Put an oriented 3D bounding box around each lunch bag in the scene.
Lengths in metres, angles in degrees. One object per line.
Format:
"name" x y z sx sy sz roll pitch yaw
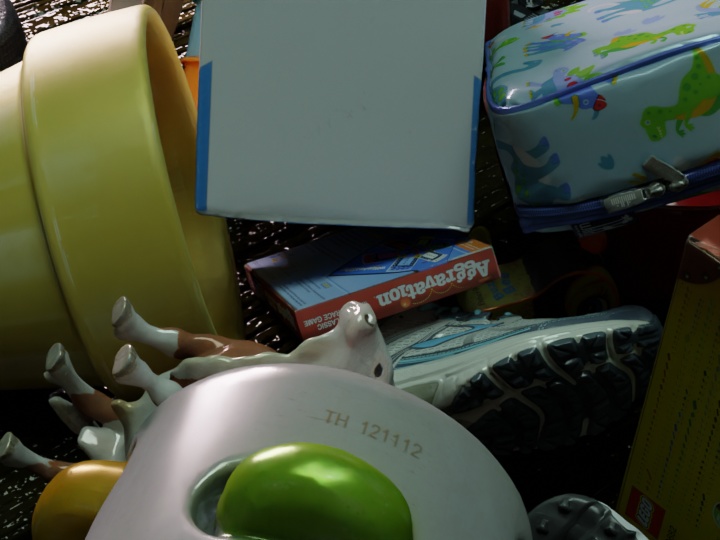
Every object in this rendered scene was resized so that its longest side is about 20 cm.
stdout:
"lunch bag" 0.145 -0.091 0.862 0.160 0.083 0.200 -18 16 9

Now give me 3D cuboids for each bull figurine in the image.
"bull figurine" -0.075 0.064 0.795 0.121 0.200 0.065 29 47 -25

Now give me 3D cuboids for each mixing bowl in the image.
"mixing bowl" 0.168 -0.054 1.032 0.199 0.109 0.201 2 39 -1

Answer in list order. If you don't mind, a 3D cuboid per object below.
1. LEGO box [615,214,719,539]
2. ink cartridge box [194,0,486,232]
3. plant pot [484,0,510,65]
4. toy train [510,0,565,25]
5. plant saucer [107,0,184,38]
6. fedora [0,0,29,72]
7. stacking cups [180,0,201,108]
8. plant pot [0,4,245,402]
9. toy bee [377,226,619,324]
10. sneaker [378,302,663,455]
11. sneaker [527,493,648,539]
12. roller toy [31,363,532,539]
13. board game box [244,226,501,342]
"LEGO box" 0.208 0.049 0.827 0.149 0.201 0.077 -30 52 -35
"ink cartridge box" -0.008 -0.103 0.953 0.144 0.148 0.200 2 5 1
"plant pot" -0.005 -0.224 1.185 0.194 0.202 0.201 -6 38 1
"toy train" 0.178 -0.143 1.207 0.199 0.034 0.046 29 48 29
"plant saucer" -0.134 -0.202 1.134 0.029 0.201 0.201 13 36 -15
"fedora" -0.279 -0.143 1.121 0.199 0.092 0.201 3 38 -2
"stacking cups" -0.079 -0.144 1.071 0.060 0.201 0.061 9 -4 1
"plant pot" -0.174 -0.020 0.908 0.188 0.202 0.201 -13 38 2
"toy bee" 0.092 0.015 0.940 0.199 0.109 0.131 -19 41 -26
"sneaker" 0.048 0.043 0.851 0.199 0.078 0.087 -17 48 5
"sneaker" 0.148 0.181 0.760 0.066 0.090 0.200 -43 72 4
"roller toy" -0.026 0.136 0.713 0.199 0.183 0.140 -25 29 32
"board game box" 0.000 0.000 0.926 0.102 0.020 0.200 -19 10 -8
